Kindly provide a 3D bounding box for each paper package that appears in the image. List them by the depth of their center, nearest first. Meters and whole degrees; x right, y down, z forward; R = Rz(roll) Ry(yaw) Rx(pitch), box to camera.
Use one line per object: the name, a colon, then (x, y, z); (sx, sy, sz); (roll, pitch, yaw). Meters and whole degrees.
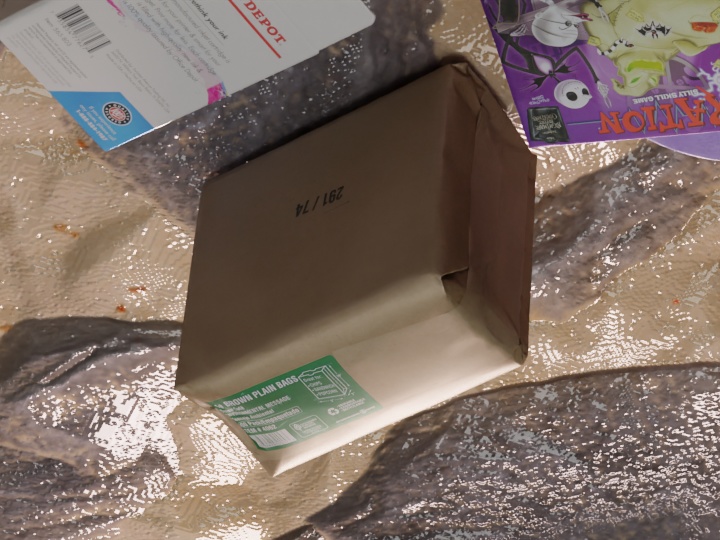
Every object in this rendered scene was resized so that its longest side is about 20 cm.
paper package: (0.000, 0.000, 1.679); (0.200, 0.191, 0.103); (-24, 129, 27)

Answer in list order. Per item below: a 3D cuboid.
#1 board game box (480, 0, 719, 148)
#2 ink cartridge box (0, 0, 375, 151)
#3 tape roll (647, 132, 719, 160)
board game box: (0.172, -0.129, 1.512); (0.199, 0.032, 0.120); (-5, 131, 24)
ink cartridge box: (-0.100, -0.162, 1.609); (0.200, 0.068, 0.115); (-22, 130, 25)
tape roll: (0.210, -0.164, 1.542); (0.199, 0.085, 0.200); (10, 131, 12)
